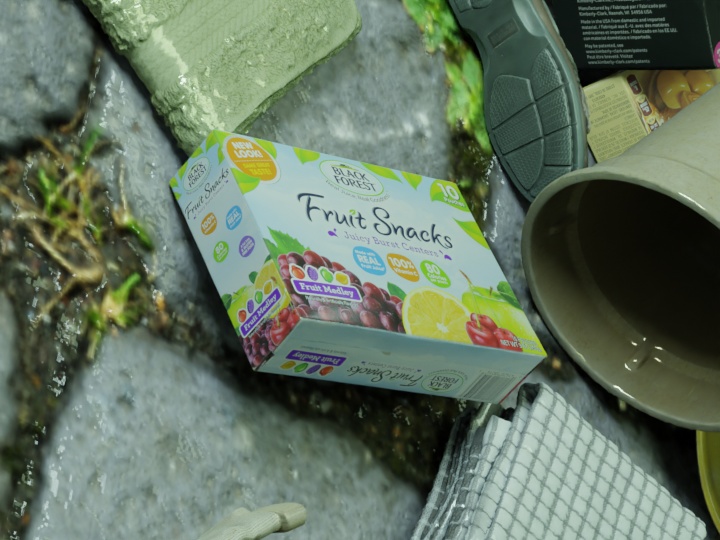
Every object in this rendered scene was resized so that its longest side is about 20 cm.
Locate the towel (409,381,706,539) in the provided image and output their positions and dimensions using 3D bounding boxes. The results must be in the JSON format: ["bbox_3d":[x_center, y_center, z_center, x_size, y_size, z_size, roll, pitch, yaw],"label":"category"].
[{"bbox_3d":[0.106,0.187,1.505,0.166,0.086,0.200,40,47,-22],"label":"towel"}]

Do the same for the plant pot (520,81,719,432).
[{"bbox_3d":[0.236,-0.030,1.622,0.183,0.200,0.200,-44,106,-35],"label":"plant pot"}]

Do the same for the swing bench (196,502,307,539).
[{"bbox_3d":[-0.102,0.239,1.218,0.199,0.130,0.200,-18,86,-44],"label":"swing bench"}]

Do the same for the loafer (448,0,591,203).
[{"bbox_3d":[0.114,-0.139,1.670,0.063,0.072,0.200,-8,77,-54],"label":"loafer"}]

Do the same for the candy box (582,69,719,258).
[{"bbox_3d":[0.233,-0.056,1.764,0.115,0.055,0.200,-29,94,-47],"label":"candy box"}]

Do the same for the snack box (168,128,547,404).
[{"bbox_3d":[0.000,0.000,1.465,0.200,0.053,0.142,10,42,-44],"label":"snack box"}]

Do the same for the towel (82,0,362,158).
[{"bbox_3d":[-0.080,-0.165,1.502,0.148,0.036,0.200,56,43,-11],"label":"towel"}]

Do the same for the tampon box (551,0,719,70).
[{"bbox_3d":[0.210,-0.249,1.708,0.150,0.126,0.200,-29,114,-47],"label":"tampon box"}]

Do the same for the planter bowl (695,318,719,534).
[{"bbox_3d":[0.313,0.102,1.712,0.200,0.083,0.200,-1,92,-52],"label":"planter bowl"}]
